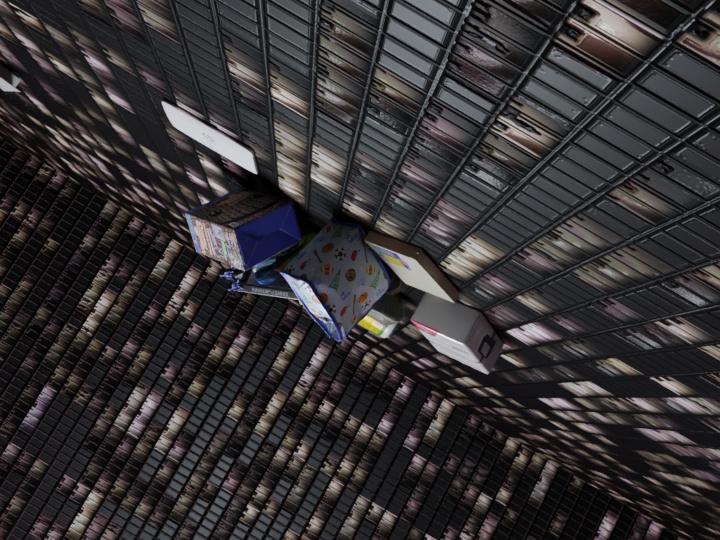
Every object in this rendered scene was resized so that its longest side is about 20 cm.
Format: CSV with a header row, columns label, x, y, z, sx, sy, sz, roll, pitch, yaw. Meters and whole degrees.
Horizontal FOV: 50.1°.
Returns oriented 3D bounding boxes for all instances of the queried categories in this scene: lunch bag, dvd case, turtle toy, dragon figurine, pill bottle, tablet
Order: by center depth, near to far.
label,x,y,z,sx,sy,sz,roll,pitch,yaw
tablet,-0.287,-0.254,1.482,0.199,0.014,0.130,30,169,2
lunch bag,-0.041,0.023,1.558,0.123,0.170,0.201,21,153,49
dragon figurine,-0.202,-0.009,1.652,0.100,0.198,0.059,-109,6,-64
dvd case,-0.161,0.033,1.707,0.198,0.025,0.150,7,-168,23
turtle toy,-0.151,-0.052,1.769,0.145,0.102,0.199,-17,-154,-41
pill bottle,0.005,0.073,1.922,0.199,0.114,0.113,30,170,-3

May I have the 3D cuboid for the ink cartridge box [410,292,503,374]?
label,x,y,z,sx,sy,sz,roll,pitch,yaw
ink cartridge box,0.220,0.140,1.722,0.144,0.085,0.200,23,166,33

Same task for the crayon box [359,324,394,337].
label,x,y,z,sx,sy,sz,roll,pitch,yaw
crayon box,0.004,0.126,2.317,0.199,0.059,0.119,34,169,-17

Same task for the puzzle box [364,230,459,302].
label,x,y,z,sx,sy,sz,roll,pitch,yaw
puzzle box,0.105,-0.006,1.525,0.132,0.026,0.200,23,167,37

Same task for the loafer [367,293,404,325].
label,x,y,z,sx,sy,sz,roll,pitch,yaw
loafer,-0.001,0.063,1.677,0.199,0.076,0.070,34,140,-6

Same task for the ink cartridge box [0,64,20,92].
label,x,y,z,sx,sy,sz,roll,pitch,yaw
ink cartridge box,-0.956,-0.530,1.945,0.173,0.044,0.200,17,163,49

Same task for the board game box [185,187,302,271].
label,x,y,z,sx,sy,sz,roll,pitch,yaw
board game box,-0.253,-0.094,1.665,0.199,0.159,0.098,18,129,46

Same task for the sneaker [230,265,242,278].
label,x,y,z,sx,sy,sz,roll,pitch,yaw
sneaker,-0.228,-0.020,1.906,0.080,0.198,0.079,-108,-6,-52

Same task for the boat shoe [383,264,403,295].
label,x,y,z,sx,sy,sz,roll,pitch,yaw
boat shoe,0.000,0.000,1.726,0.198,0.072,0.065,18,156,25

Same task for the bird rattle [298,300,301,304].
label,x,y,z,sx,sy,sz,roll,pitch,yaw
bird rattle,-0.087,0.053,2.140,0.199,0.113,0.164,21,150,29
